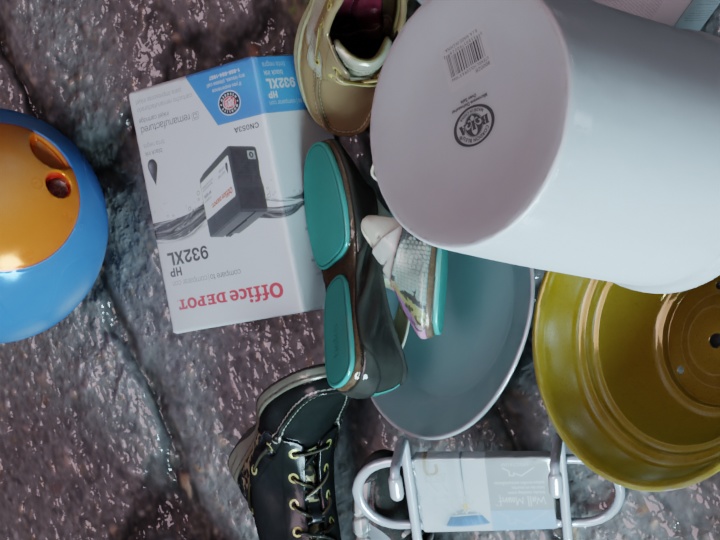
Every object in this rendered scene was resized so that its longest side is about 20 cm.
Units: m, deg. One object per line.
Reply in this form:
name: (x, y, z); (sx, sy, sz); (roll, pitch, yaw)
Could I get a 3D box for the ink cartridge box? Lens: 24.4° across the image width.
ink cartridge box: (-0.092, -0.060, 1.324); (0.145, 0.084, 0.201); (-10, 91, 38)

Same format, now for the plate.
plate: (0.065, 0.026, 1.227); (0.200, 0.026, 0.201); (-17, 68, 49)

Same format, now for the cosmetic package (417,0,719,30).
cosmetic package: (0.136, -0.200, 1.152); (0.200, 0.052, 0.151); (48, 120, 21)

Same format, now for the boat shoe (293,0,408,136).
boat shoe: (-0.005, -0.169, 1.210); (0.200, 0.074, 0.067); (95, 162, -45)

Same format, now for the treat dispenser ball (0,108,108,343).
treat dispenser ball: (-0.316, -0.038, 1.422); (0.200, 0.201, 0.202); (6, 101, 36)

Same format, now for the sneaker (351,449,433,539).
sneaker: (0.064, 0.233, 1.268); (0.115, 0.075, 0.201); (0, 106, 31)

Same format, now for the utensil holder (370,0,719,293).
utensil holder: (0.129, -0.078, 0.997); (0.170, 0.200, 0.171); (-7, 80, 46)

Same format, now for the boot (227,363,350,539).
boot: (-0.036, 0.174, 1.282); (0.204, 0.073, 0.154); (-57, 46, 53)

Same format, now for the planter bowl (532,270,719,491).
planter bowl: (0.215, 0.045, 1.097); (0.200, 0.083, 0.201); (-8, 79, 46)

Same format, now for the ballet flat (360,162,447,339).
ballet flat: (0.040, -0.053, 1.195); (0.071, 0.069, 0.201); (9, 86, 6)

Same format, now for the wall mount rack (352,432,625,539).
wall mount rack: (0.091, 0.200, 1.197); (0.199, 0.075, 0.174); (-3, 118, 12)

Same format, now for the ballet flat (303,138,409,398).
ballet flat: (0.000, 0.000, 1.240); (0.068, 0.068, 0.201); (-30, 60, 54)
